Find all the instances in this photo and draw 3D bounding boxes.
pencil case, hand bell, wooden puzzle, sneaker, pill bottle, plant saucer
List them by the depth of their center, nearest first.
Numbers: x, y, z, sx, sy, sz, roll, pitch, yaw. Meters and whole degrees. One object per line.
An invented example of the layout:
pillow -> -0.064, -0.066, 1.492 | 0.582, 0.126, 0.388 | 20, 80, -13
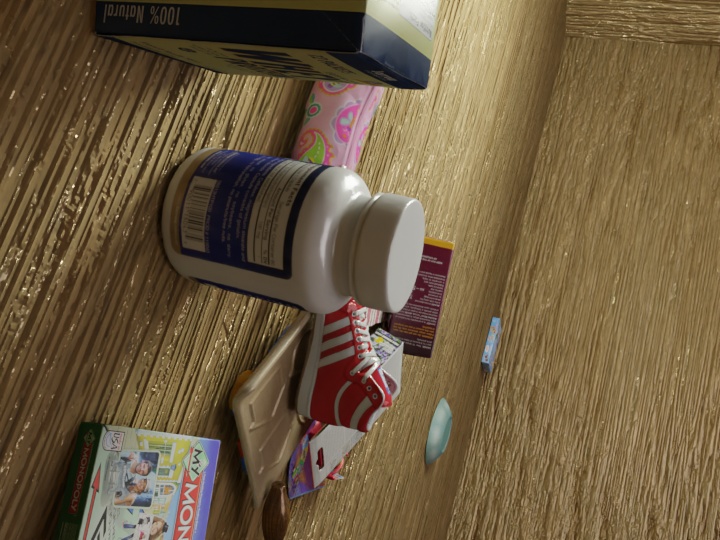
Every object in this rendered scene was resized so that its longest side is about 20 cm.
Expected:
pill bottle -> -0.053, -0.030, 0.496 | 0.119, 0.197, 0.122 | 13, 90, -69
pencil case -> -0.029, -0.148, 0.657 | 0.088, 0.086, 0.203 | 51, 53, -64
sneaker -> -0.001, 0.087, 0.684 | 0.071, 0.111, 0.204 | -11, 115, -70
hand bell -> -0.104, 0.347, 0.704 | 0.104, 0.102, 0.204 | -21, 120, -66
wooden puzzle -> -0.097, 0.148, 0.706 | 0.186, 0.046, 0.203 | -53, 152, -49
plant saucer -> 0.244, 0.491, 1.793 | 0.201, 0.038, 0.205 | 11, 90, -70

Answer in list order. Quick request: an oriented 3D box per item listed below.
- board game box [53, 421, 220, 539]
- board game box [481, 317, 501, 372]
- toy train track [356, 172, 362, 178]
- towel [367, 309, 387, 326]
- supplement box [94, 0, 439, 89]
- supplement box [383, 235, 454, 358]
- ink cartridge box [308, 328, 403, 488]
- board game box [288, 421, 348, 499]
board game box -> -0.178, 0.230, 0.461 | 0.134, 0.029, 0.204 | 34, 56, -56
board game box -> 0.566, 0.323, 2.553 | 0.152, 0.036, 0.203 | 59, 46, -61
toy train track -> -0.056, -0.047, 0.725 | 0.201, 0.032, 0.116 | -59, 160, -30
towel -> 0.019, 0.015, 0.959 | 0.200, 0.029, 0.149 | 1, 100, -72
supplement box -> -0.049, -0.239, 0.391 | 0.134, 0.197, 0.204 | -17, 116, -66
supplement box -> 0.099, 0.042, 1.053 | 0.110, 0.084, 0.204 | -135, -123, -87
ink cartridge box -> -0.017, 0.182, 0.802 | 0.200, 0.050, 0.110 | -40, 144, -37
board game box -> -0.045, 0.264, 0.903 | 0.200, 0.038, 0.161 | 34, 69, -69
